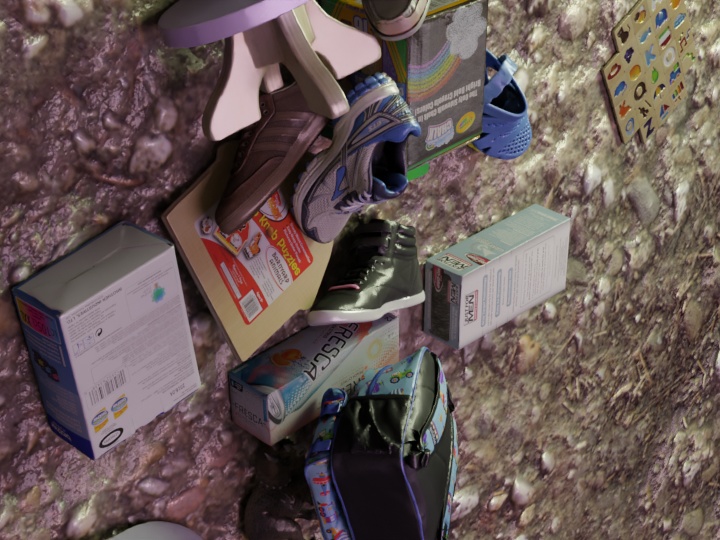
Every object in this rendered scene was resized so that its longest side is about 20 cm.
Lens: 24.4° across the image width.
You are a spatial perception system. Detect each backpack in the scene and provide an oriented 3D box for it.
[{"bbox_3d":[0.031,0.184,1.747,0.201,0.133,0.184,-76,157,-48],"label":"backpack"}]

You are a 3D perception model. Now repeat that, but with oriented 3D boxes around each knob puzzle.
[{"bbox_3d":[-0.098,-0.043,1.640,0.218,0.030,0.222,-6,99,-44],"label":"knob puzzle"}]

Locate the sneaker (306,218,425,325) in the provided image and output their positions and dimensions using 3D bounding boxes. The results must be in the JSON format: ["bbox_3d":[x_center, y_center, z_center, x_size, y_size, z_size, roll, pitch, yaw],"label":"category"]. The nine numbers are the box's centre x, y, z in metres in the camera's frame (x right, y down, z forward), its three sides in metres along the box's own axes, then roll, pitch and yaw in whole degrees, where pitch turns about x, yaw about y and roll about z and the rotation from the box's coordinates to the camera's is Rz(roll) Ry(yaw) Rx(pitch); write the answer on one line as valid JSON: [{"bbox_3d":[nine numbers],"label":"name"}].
[{"bbox_3d":[0.000,0.000,1.741,0.199,0.070,0.100,-18,103,-57],"label":"sneaker"}]

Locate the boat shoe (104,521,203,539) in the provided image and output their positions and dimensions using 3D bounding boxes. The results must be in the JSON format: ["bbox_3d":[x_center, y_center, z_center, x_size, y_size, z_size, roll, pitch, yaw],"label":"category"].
[{"bbox_3d":[-0.237,0.308,1.669,0.199,0.071,0.070,-8,144,-51],"label":"boat shoe"}]

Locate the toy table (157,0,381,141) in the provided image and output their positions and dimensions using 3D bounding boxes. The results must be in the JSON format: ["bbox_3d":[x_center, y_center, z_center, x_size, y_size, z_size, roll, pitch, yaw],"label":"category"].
[{"bbox_3d":[-0.072,-0.207,1.482,0.199,0.184,0.118,-24,116,-9],"label":"toy table"}]

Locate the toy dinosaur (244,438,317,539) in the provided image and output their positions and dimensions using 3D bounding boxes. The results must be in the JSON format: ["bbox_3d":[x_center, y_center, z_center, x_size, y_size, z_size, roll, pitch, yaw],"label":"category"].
[{"bbox_3d":[-0.085,0.255,1.811,0.101,0.077,0.201,13,116,-17],"label":"toy dinosaur"}]

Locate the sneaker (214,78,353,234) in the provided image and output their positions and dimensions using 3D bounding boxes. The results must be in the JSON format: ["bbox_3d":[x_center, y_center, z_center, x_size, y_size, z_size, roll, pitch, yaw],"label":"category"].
[{"bbox_3d":[-0.090,-0.124,1.584,0.200,0.075,0.070,-53,-176,-24],"label":"sneaker"}]

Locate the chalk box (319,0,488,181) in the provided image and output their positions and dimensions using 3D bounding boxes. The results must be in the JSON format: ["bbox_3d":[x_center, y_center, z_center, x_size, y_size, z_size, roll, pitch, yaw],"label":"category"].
[{"bbox_3d":[0.042,-0.184,1.661,0.124,0.123,0.202,-26,130,-40],"label":"chalk box"}]

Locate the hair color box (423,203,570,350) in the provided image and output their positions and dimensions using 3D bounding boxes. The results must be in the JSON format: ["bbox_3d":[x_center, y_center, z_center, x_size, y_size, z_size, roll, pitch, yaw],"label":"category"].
[{"bbox_3d":[0.162,0.005,1.959,0.199,0.060,0.100,-27,129,-39],"label":"hair color box"}]

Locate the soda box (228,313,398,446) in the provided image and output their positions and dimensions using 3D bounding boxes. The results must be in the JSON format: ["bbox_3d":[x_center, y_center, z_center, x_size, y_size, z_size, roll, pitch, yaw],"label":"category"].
[{"bbox_3d":[-0.046,0.105,1.770,0.199,0.063,0.069,-30,131,-37],"label":"soda box"}]

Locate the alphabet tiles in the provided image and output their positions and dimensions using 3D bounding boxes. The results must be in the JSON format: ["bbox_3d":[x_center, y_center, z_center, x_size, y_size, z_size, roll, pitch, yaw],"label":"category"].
[{"bbox_3d":[0.366,-0.260,2.092,0.167,0.006,0.201,-48,140,-19],"label":"alphabet tiles"}]

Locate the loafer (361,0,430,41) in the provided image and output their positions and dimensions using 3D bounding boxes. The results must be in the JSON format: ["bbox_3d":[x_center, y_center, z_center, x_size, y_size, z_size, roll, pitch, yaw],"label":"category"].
[{"bbox_3d":[0.029,-0.308,1.562,0.063,0.071,0.201,61,27,-51],"label":"loafer"}]

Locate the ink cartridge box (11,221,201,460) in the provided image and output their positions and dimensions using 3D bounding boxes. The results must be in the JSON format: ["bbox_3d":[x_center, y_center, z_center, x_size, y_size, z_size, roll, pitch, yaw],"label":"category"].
[{"bbox_3d":[-0.227,0.077,1.529,0.136,0.076,0.201,-34,132,-32],"label":"ink cartridge box"}]

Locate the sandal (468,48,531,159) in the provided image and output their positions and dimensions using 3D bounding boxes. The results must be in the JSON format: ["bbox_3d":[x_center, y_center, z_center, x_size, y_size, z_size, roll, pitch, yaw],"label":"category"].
[{"bbox_3d":[0.147,-0.182,1.816,0.080,0.087,0.200,-57,144,-11],"label":"sandal"}]

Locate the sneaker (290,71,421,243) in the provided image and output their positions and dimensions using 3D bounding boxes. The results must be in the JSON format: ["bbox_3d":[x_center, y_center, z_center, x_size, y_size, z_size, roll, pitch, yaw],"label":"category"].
[{"bbox_3d":[-0.002,-0.089,1.596,0.077,0.085,0.201,-23,150,-41],"label":"sneaker"}]
